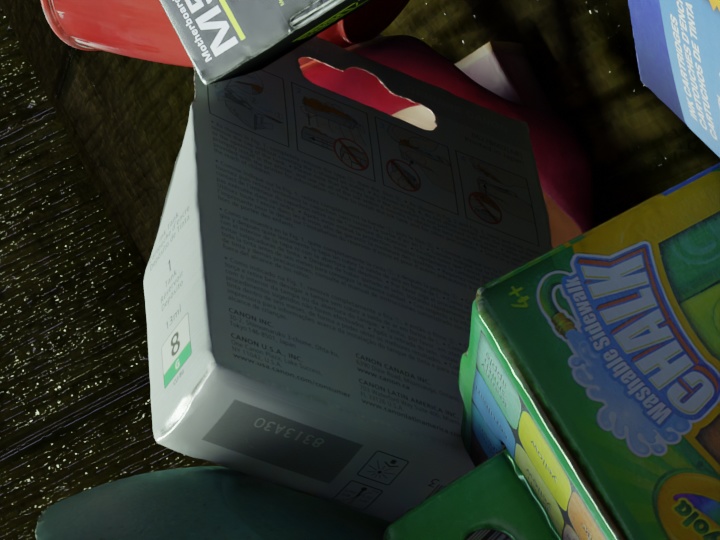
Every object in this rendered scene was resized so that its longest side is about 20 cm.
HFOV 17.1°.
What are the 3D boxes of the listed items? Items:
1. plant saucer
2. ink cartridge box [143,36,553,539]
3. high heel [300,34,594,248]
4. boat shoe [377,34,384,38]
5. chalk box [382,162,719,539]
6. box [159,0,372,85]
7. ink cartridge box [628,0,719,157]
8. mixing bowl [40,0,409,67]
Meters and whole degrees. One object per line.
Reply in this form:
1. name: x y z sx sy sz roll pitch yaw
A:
1. plant saucer: -0.005 0.106 0.770 0.201 0.039 0.201 25 -172 -4
2. ink cartridge box: 0.000 0.000 0.858 0.050 0.161 0.200 -51 31 32
3. high heel: 0.026 -0.040 0.975 0.200 0.067 0.096 -8 -108 -57
4. boat shoe: -0.004 -0.021 1.019 0.069 0.057 0.200 25 -139 -31
5. chalk box: 0.106 0.053 0.721 0.124 0.200 0.124 58 168 20
6. box: -0.020 -0.193 0.802 0.193 0.048 0.200 -29 89 34
7. ink cartridge box: 0.131 -0.078 0.634 0.200 0.076 0.137 54 166 44
8. mixing bowl: -0.026 -0.156 0.952 0.108 0.200 0.200 28 158 15
